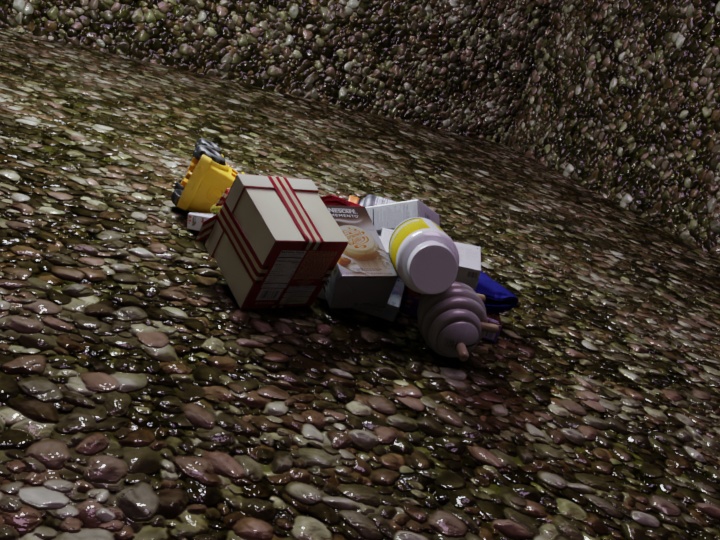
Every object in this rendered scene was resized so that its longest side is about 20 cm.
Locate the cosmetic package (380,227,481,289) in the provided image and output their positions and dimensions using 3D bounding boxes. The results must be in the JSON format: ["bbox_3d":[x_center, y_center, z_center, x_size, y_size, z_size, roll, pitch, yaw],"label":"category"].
[{"bbox_3d":[0.131,-0.022,1.542,0.196,0.051,0.083,11,38,1],"label":"cosmetic package"}]

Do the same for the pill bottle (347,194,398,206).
[{"bbox_3d":[0.057,-0.115,1.899,0.197,0.108,0.106,17,19,-2],"label":"pill bottle"}]

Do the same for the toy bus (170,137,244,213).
[{"bbox_3d":[-0.297,-0.180,1.743,0.190,0.137,0.200,25,13,-18],"label":"toy bus"}]

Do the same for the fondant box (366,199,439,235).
[{"bbox_3d":[0.058,-0.097,1.733,0.197,0.059,0.144,-5,-12,24],"label":"fondant box"}]

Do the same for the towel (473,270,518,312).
[{"bbox_3d":[0.208,0.024,1.629,0.146,0.050,0.200,8,23,-37],"label":"towel"}]

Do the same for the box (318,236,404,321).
[{"bbox_3d":[0.013,0.001,1.554,0.153,0.042,0.201,18,36,-1],"label":"box"}]

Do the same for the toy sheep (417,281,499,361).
[{"bbox_3d":[0.165,0.089,1.410,0.136,0.140,0.201,12,26,-16],"label":"toy sheep"}]

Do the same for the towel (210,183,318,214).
[{"bbox_3d":[-0.191,-0.140,1.560,0.142,0.023,0.198,-14,5,-39],"label":"towel"}]

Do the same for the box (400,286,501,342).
[{"bbox_3d":[0.179,0.071,1.600,0.197,0.040,0.137,18,18,-1],"label":"box"}]

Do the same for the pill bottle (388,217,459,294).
[{"bbox_3d":[0.111,-0.023,1.389,0.109,0.113,0.200,15,10,-7],"label":"pill bottle"}]

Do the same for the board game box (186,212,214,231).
[{"bbox_3d":[-0.238,-0.086,1.576,0.125,0.035,0.198,0,8,-40],"label":"board game box"}]

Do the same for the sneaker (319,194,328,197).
[{"bbox_3d":[-0.101,-0.141,1.805,0.198,0.080,0.076,22,26,-36],"label":"sneaker"}]

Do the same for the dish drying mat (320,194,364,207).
[{"bbox_3d":[-0.032,-0.130,1.748,0.076,0.019,0.199,-8,-13,33],"label":"dish drying mat"}]

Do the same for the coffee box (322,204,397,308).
[{"bbox_3d":[-0.023,-0.028,1.474,0.112,0.081,0.201,1,41,-24],"label":"coffee box"}]

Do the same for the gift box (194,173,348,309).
[{"bbox_3d":[-0.163,-0.047,1.393,0.183,0.201,0.188,4,43,-44],"label":"gift box"}]
